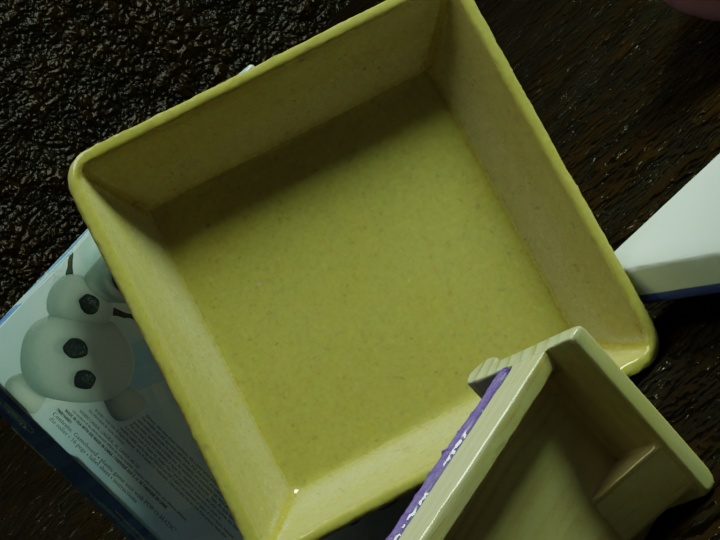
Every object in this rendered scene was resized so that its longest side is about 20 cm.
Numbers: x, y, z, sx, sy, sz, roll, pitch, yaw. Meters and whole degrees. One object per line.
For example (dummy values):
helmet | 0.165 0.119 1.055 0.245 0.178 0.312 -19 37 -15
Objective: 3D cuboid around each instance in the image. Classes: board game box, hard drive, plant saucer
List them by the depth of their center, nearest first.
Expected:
hard drive | 0.193 -0.040 0.925 0.132 0.025 0.200 -42 10 -19
plant saucer | 0.000 0.000 0.993 0.199 0.201 0.048 -27 -11 -6
board game box | -0.049 0.043 1.047 0.199 0.200 0.043 -48 7 -23

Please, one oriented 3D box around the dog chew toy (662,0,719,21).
dog chew toy | 0.213 -0.213 1.298 0.124 0.125 0.200 -40 4 15

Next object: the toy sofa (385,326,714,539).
toy sofa | 0.032 0.120 0.780 0.097 0.083 0.200 -29 19 49
